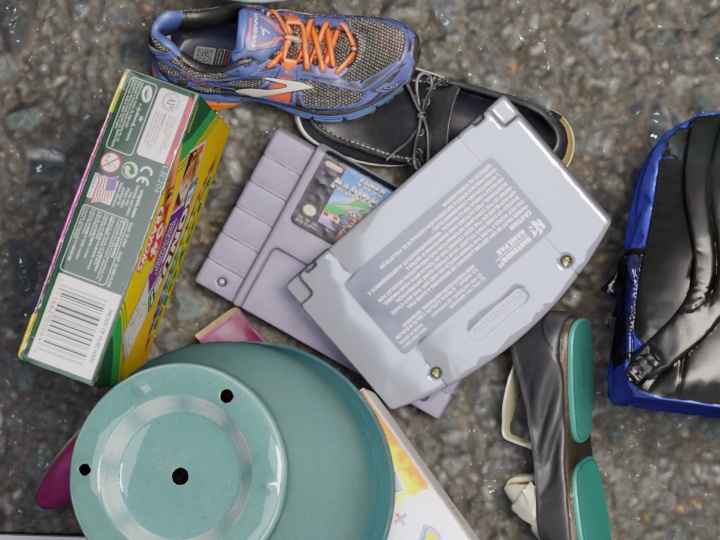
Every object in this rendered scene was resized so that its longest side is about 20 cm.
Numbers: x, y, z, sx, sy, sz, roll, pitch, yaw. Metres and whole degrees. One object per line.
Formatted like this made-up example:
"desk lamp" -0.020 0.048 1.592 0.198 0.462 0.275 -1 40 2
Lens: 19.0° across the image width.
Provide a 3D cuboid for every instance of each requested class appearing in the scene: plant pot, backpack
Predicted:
"plant pot" -0.092 0.132 1.354 0.200 0.188 0.200 -2 80 11
"backpack" 0.244 -0.001 1.444 0.162 0.168 0.200 8 83 -6

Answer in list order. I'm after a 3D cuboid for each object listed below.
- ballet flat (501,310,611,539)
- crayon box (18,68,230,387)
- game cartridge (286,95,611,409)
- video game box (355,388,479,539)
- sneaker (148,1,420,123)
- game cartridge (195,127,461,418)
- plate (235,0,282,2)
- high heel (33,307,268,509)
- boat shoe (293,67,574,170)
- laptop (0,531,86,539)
"ballet flat" 0.133 0.128 1.496 0.073 0.073 0.200 -6 93 1
"crayon box" -0.154 -0.023 1.451 0.058 0.173 0.200 20 88 5
"game cartridge" 0.065 -0.005 1.467 0.200 0.042 0.133 -40 95 9
"video game box" -0.010 0.212 1.446 0.182 0.047 0.200 -37 76 2
"sneaker" -0.057 -0.147 1.478 0.200 0.078 0.075 -2 71 15
"game cartridge" 0.000 0.000 1.507 0.200 0.038 0.130 29 102 3
"plate" -0.072 -0.280 1.504 0.200 0.026 0.201 1 68 -3
"high heel" -0.128 0.121 1.498 0.200 0.067 0.096 -39 78 -13
"boat shoe" 0.052 -0.104 1.507 0.200 0.062 0.075 11 89 3
"laptop" -0.238 0.283 1.466 0.187 0.116 0.200 2 87 1
